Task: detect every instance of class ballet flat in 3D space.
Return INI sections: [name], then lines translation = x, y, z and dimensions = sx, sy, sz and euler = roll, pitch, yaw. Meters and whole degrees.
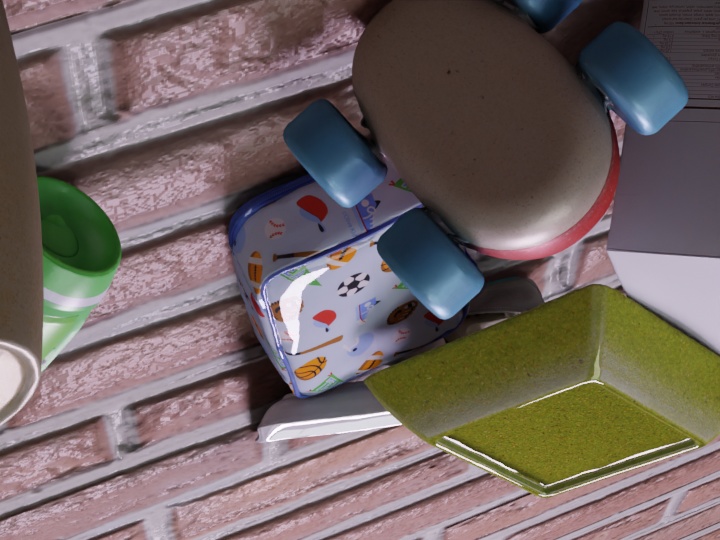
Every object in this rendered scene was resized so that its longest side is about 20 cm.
[ballet flat]
translation = 0.065, 0.047, 1.269
dimensions = 0.199, 0.064, 0.067
euler = -9, 147, -31

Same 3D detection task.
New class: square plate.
[square plate]
translation = 0.018, 0.101, 1.263
dimensions = 0.199, 0.029, 0.198
euler = -9, 171, -5

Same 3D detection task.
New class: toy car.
[toy car]
translation = 0.090, -0.067, 0.986
dimensions = 0.184, 0.177, 0.200
euler = -43, 155, 4

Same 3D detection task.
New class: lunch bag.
[lunch bag]
translation = 0.000, 0.000, 1.123
dimensions = 0.160, 0.076, 0.200
euler = -27, 152, -8

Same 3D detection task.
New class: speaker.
[speaker]
translation = -0.224, 0.035, 0.969
dimensions = 0.088, 0.089, 0.200
euler = 7, 136, -48

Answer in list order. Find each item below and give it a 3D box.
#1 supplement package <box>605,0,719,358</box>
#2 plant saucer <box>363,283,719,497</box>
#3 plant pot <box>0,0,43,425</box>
[supplement package]
translation = 0.254, -0.064, 1.058
dimensions = 0.147, 0.201, 0.191
euler = 4, 159, 20
[plant saucer]
translation = 0.139, 0.096, 1.122
dimensions = 0.199, 0.048, 0.200
euler = -25, 143, 34
[plant pot]
translation = -0.221, -0.021, 0.751
dimensions = 0.187, 0.200, 0.188
euler = -21, 152, -12
